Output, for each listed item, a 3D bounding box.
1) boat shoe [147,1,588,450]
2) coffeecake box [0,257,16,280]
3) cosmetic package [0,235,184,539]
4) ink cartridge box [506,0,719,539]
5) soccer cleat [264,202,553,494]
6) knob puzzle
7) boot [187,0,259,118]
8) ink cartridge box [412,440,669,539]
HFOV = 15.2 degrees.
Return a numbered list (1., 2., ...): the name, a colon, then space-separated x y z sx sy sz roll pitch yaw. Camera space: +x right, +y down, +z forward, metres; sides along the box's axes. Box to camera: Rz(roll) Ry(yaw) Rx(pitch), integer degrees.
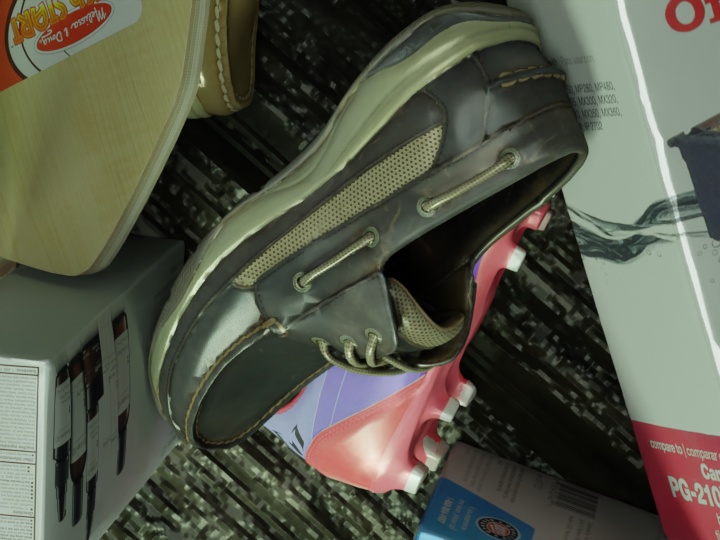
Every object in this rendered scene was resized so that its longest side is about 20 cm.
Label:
1. boat shoe: 0.000 0.000 0.903 0.200 0.074 0.073 -51 61 30
2. coffeecake box: -0.222 0.072 1.010 0.153 0.073 0.201 12 103 5
3. cosmetic package: -0.102 0.045 0.923 0.050 0.200 0.083 6 103 7
4. ink cartridge box: 0.152 -0.023 0.906 0.144 0.084 0.201 -20 99 -18
5. soccer cleat: 0.025 -0.015 0.965 0.076 0.067 0.201 25 106 7
6. knob puzzle: -0.115 -0.095 0.938 0.219 0.030 0.221 4 97 38
7. boot: 0.006 -0.146 0.938 0.154 0.073 0.201 6 99 6
8. ink cartridge box: 0.110 0.137 0.954 0.199 0.116 0.068 20 104 5
